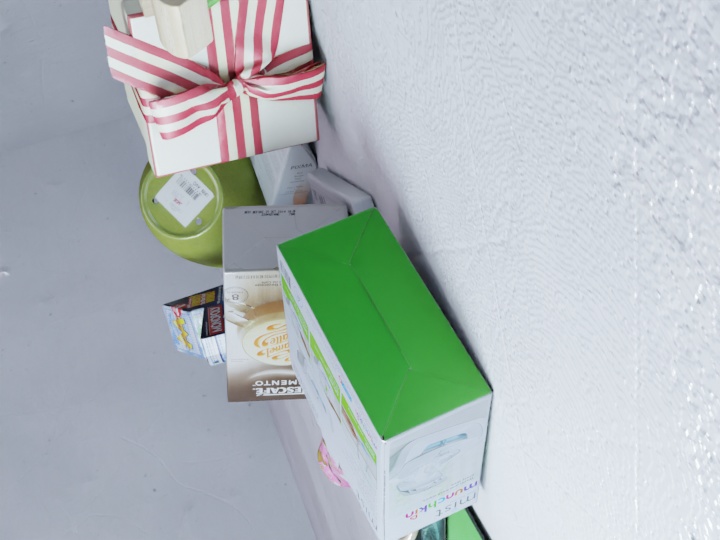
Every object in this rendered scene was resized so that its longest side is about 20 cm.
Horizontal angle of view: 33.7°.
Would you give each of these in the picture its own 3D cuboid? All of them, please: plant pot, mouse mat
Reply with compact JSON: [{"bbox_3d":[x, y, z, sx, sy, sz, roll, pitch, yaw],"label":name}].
[{"bbox_3d":[-0.184,-0.089,1.387,0.200,0.186,0.188,-33,-74,-82],"label":"plant pot"},{"bbox_3d":[0.107,0.285,1.123,0.161,0.007,0.201,-121,15,-54],"label":"mouse mat"}]

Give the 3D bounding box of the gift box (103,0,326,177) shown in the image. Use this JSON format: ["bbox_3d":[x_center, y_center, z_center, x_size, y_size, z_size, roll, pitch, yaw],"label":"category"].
[{"bbox_3d":[-0.146,-0.213,1.094,0.187,0.184,0.201,-121,17,-49],"label":"gift box"}]

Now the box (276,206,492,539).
[{"bbox_3d":[0.013,0.087,0.961,0.177,0.096,0.200,87,158,-52],"label":"box"}]

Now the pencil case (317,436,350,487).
[{"bbox_3d":[-0.007,0.210,1.406,0.200,0.082,0.087,103,162,-73],"label":"pencil case"}]

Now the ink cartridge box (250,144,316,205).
[{"bbox_3d":[-0.085,-0.187,1.290,0.163,0.050,0.200,68,152,26],"label":"ink cartridge box"}]

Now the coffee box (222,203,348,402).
[{"bbox_3d":[-0.071,0.034,1.107,0.201,0.114,0.080,95,171,-50],"label":"coffee box"}]

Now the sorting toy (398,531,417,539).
[{"bbox_3d":[0.006,0.166,1.211,0.185,0.036,0.201,-176,71,-82],"label":"sorting toy"}]

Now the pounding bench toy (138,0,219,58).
[{"bbox_3d":[-0.081,-0.242,0.774,0.124,0.155,0.201,95,155,-64],"label":"pounding bench toy"}]

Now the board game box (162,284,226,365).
[{"bbox_3d":[-0.117,0.055,1.303,0.200,0.199,0.062,-106,1,-73],"label":"board game box"}]

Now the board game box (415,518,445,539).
[{"bbox_3d":[0.054,0.215,1.209,0.201,0.028,0.136,84,168,-53],"label":"board game box"}]

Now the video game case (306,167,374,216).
[{"bbox_3d":[0.000,0.000,1.162,0.200,0.023,0.183,-141,34,-71],"label":"video game case"}]
